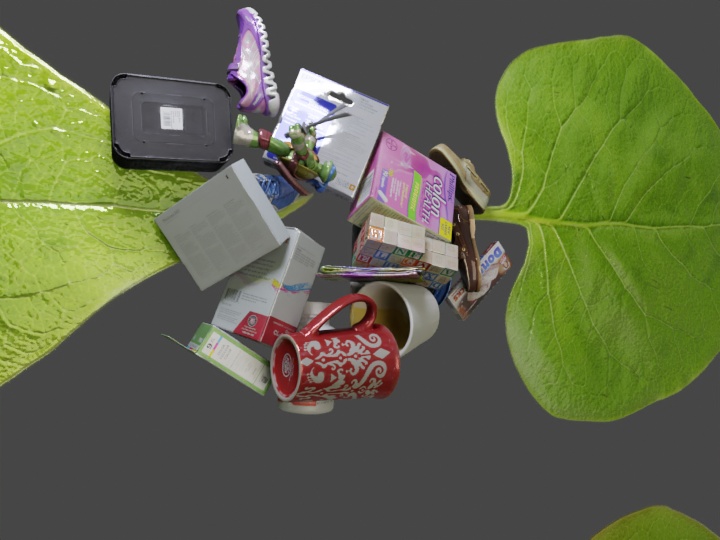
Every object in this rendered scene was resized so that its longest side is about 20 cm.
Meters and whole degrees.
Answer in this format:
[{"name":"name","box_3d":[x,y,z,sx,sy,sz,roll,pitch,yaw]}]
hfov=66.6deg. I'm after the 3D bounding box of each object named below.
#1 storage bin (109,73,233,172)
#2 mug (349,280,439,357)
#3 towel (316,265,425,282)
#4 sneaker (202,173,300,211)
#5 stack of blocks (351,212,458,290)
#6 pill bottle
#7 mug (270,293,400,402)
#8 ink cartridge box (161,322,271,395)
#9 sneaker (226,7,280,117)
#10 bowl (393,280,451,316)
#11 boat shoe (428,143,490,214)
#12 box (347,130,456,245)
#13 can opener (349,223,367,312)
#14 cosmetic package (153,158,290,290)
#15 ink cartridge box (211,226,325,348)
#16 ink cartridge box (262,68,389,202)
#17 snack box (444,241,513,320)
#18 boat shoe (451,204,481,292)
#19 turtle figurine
[{"name":"storage bin","box_3d":[-0.330,-0.252,0.958,0.196,0.093,0.139,-3,90,-27]},{"name":"mug","box_3d":[0.067,0.095,1.089,0.152,0.184,0.153,-6,83,-51]},{"name":"towel","box_3d":[0.026,0.007,1.029,0.195,0.144,0.023,0,85,9]},{"name":"sneaker","box_3d":[-0.199,-0.143,1.029,0.196,0.077,0.078,-12,92,-28]},{"name":"stack of blocks","box_3d":[0.092,-0.034,1.078,0.195,0.116,0.060,15,59,-12]},{"name":"pill bottle","box_3d":[-0.099,0.162,1.051,0.109,0.111,0.206,5,86,-26]},{"name":"mug","box_3d":[-0.049,0.141,0.950,0.196,0.133,0.182,2,72,-37]},{"name":"ink cartridge box","box_3d":[-0.250,0.143,0.979,0.199,0.103,0.060,37,73,-20]},{"name":"sneaker","box_3d":[-0.214,-0.389,1.033,0.086,0.080,0.205,-13,95,-18]},{"name":"bowl","box_3d":[0.111,0.002,1.202,0.196,0.039,0.206,1,88,-26]},{"name":"boat shoe","box_3d":[0.230,-0.218,1.256,0.200,0.073,0.067,47,66,-28]},{"name":"box","box_3d":[0.090,-0.151,1.128,0.197,0.096,0.179,26,55,-22]},{"name":"can opener","box_3d":[0.000,0.000,1.140,0.051,0.066,0.206,6,78,-21]},{"name":"cosmetic package","box_3d":[-0.241,-0.075,0.949,0.153,0.197,0.052,58,26,-14]},{"name":"ink cartridge box","box_3d":[-0.165,0.028,0.993,0.082,0.144,0.204,31,74,-48]},{"name":"ink cartridge box","box_3d":[-0.066,-0.266,1.081,0.194,0.047,0.204,22,78,0]},{"name":"snack box","box_3d":[0.279,0.023,1.294,0.200,0.024,0.072,-45,106,-21]},{"name":"boat shoe","box_3d":[0.228,-0.048,1.244,0.068,0.070,0.205,-4,76,-10]},{"name":"turtle figurine","box_3d":[-0.120,-0.251,0.978,0.189,0.202,0.146,14,43,-8]}]
